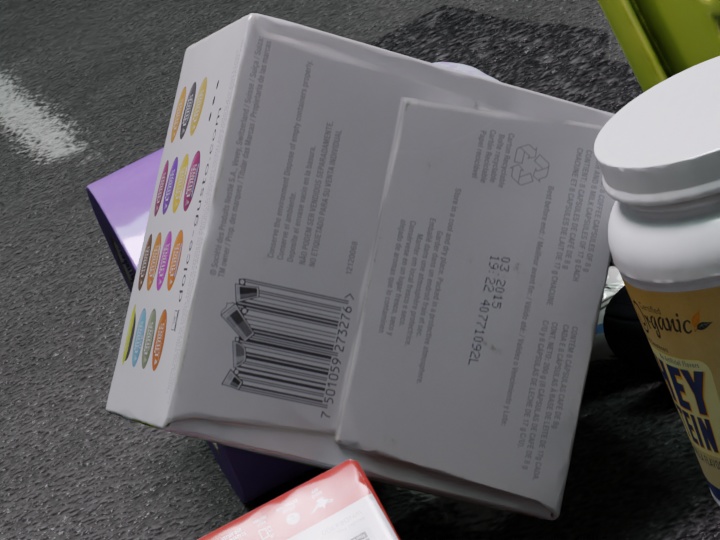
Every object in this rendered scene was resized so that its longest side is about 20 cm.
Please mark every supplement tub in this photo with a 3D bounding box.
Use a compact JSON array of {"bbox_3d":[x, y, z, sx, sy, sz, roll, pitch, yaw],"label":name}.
[{"bbox_3d":[0.200,0.008,1.375,0.144,0.201,0.145,-22,19,8],"label":"supplement tub"}]

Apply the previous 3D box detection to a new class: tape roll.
[{"bbox_3d":[-0.074,0.024,1.669,0.085,0.201,0.200,-26,19,-6],"label":"tape roll"}]

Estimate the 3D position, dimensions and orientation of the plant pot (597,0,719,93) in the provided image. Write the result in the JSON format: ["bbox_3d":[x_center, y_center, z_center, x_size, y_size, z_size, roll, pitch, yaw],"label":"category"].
[{"bbox_3d":[0.259,-0.193,1.847,0.181,0.200,0.200,-16,21,41],"label":"plant pot"}]

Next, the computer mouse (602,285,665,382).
[{"bbox_3d":[0.208,-0.009,1.518,0.199,0.141,0.046,-19,33,16],"label":"computer mouse"}]

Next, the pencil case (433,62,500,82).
[{"bbox_3d":[0.079,-0.081,1.934,0.090,0.083,0.200,-32,20,-10],"label":"pencil case"}]

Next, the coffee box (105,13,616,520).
[{"bbox_3d":[0.000,0.000,1.474,0.199,0.201,0.198,13,-3,-12],"label":"coffee box"}]

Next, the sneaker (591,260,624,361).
[{"bbox_3d":[0.138,0.015,1.621,0.199,0.073,0.072,-20,7,15],"label":"sneaker"}]

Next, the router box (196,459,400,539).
[{"bbox_3d":[-0.051,0.199,1.311,0.199,0.049,0.180,-28,43,-5],"label":"router box"}]
